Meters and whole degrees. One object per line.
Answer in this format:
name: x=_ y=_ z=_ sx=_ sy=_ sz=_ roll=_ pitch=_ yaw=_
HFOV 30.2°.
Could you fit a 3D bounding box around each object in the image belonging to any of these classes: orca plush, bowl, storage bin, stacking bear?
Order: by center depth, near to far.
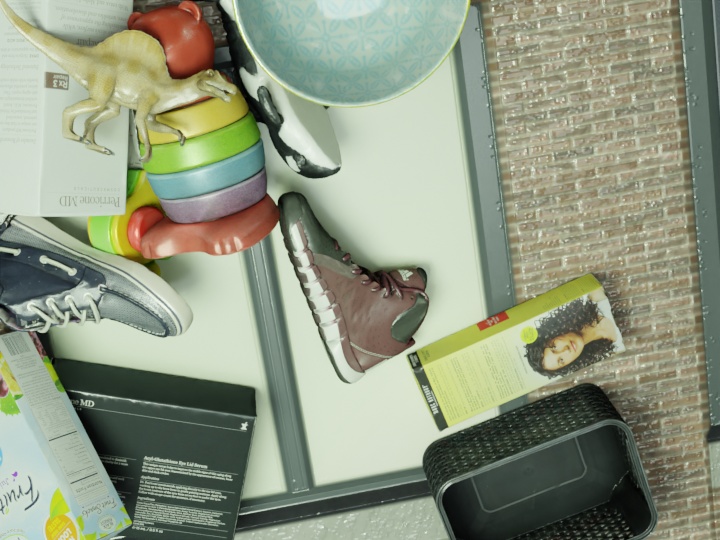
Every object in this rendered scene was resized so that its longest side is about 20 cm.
stacking bear: x=-0.144 y=-0.125 z=1.133 sx=0.121 sy=0.114 sz=0.202 roll=-2 pitch=112 yaw=33
bowl: x=-0.012 y=-0.246 z=1.139 sx=0.198 sy=0.108 sz=0.202 roll=-2 pitch=106 yaw=-5
orca plush: x=-0.095 y=-0.160 z=1.173 sx=0.071 sy=0.105 sz=0.200 roll=-29 pitch=109 yaw=28
storage bin: x=0.174 y=0.214 z=1.307 sx=0.198 sy=0.094 sz=0.136 roll=-21 pitch=108 yaw=0

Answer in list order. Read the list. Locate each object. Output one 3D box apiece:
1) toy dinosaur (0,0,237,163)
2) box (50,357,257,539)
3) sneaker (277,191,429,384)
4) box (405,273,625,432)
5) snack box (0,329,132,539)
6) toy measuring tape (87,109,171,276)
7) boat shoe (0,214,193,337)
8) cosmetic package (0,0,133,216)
toy dinosaur: x=-0.201 y=-0.146 z=1.061 sx=0.198 sy=0.058 sz=0.102 roll=17 pitch=86 yaw=-6
box: x=-0.207 y=0.173 z=1.260 sx=0.198 sy=0.079 sz=0.142 roll=10 pitch=108 yaw=-8
sneaker: x=0.000 y=0.000 z=1.240 sx=0.115 sy=0.076 sz=0.201 roll=-22 pitch=118 yaw=-5
box: x=0.149 y=0.078 z=1.285 sx=0.199 sy=0.050 sz=0.076 roll=-25 pitch=108 yaw=2
snack box: x=-0.317 y=0.179 z=1.186 sx=0.168 sy=0.068 sz=0.201 roll=-35 pitch=81 yaw=29
toy measuring tape: x=-0.217 y=-0.073 z=1.183 sx=0.073 sy=0.074 sz=0.202 roll=-12 pitch=113 yaw=-2
boat shoe: x=-0.251 y=0.028 z=1.169 sx=0.199 sy=0.093 sz=0.075 roll=25 pitch=146 yaw=15
cosmetic package: x=-0.250 y=-0.147 z=1.118 sx=0.074 sy=0.101 sz=0.202 roll=4 pitch=95 yaw=36
